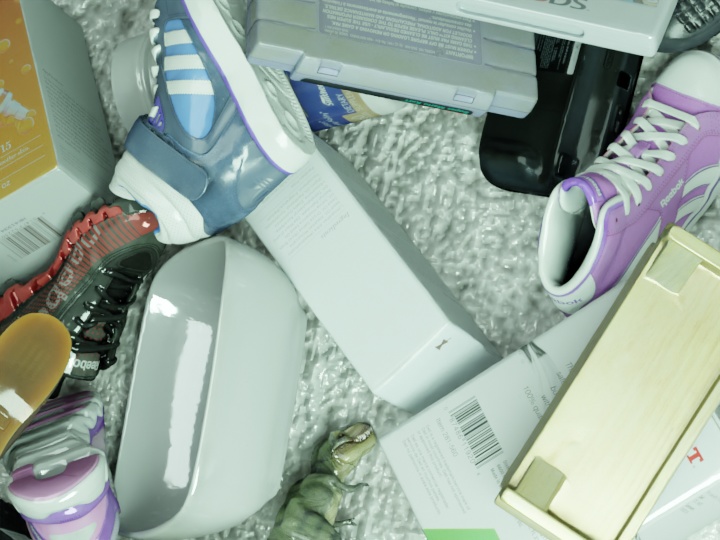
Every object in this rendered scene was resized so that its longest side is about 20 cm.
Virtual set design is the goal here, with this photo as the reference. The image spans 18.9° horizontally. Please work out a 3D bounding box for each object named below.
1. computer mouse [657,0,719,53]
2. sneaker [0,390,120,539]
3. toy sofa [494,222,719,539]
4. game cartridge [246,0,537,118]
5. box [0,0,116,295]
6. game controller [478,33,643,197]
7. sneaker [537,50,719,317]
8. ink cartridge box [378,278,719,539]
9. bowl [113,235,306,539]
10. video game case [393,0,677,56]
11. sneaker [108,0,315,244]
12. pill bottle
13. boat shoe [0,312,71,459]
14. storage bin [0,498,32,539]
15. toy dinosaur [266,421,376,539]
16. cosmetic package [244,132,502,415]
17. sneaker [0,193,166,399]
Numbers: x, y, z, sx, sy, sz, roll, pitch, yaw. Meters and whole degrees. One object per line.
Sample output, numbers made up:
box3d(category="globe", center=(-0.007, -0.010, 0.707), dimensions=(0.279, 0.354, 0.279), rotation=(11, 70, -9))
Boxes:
box3d(category="computer mouse", center=(0.272, -0.193, 1.423), dimensions=(0.199, 0.059, 0.034), rotation=(-28, 81, 12))
box3d(category="sneaker", center=(-0.203, 0.149, 1.499), dimensions=(0.080, 0.200, 0.089), rotation=(-20, 110, -3))
box3d(category="toy sofa", center=(0.165, 0.076, 1.288), dimensions=(0.083, 0.098, 0.200), rotation=(32, 88, 4))
box3d(category="game cartridge", center=(0.021, -0.174, 1.444), dimensions=(0.038, 0.199, 0.130), rotation=(132, 143, -59))
box3d(category="box", center=(-0.263, -0.102, 1.606), dimensions=(0.124, 0.097, 0.201), rotation=(-29, 54, 15))
box3d(category="game controller", center=(0.144, -0.147, 1.482), dimensions=(0.104, 0.042, 0.201), rotation=(8, 78, 42))
box3d(category="sneaker", center=(0.178, -0.062, 1.391), dimensions=(0.072, 0.114, 0.201), rotation=(21, 83, 31))
box3d(category="ink cartridge box", center=(0.135, 0.122, 1.372), dimensions=(0.200, 0.084, 0.146), rotation=(-33, 64, 12))
box3d(category="bowl", center=(-0.100, 0.087, 1.465), dimensions=(0.200, 0.074, 0.201), rotation=(159, 122, -65))
box3d(category="video game case", center=(0.138, -0.236, 1.448), dimensions=(0.181, 0.024, 0.200), rotation=(14, 54, 17))
box3d(category="sneaker", center=(-0.128, -0.117, 1.455), dimensions=(0.146, 0.081, 0.201), rotation=(-33, 70, 20))
box3d(category="pill bottle", center=(-0.072, -0.146, 1.537), dimensions=(0.199, 0.111, 0.111), rotation=(-12, 70, 22))
box3d(category="boat shoe", center=(-0.271, 0.112, 1.457), dimensions=(0.070, 0.070, 0.200), rotation=(48, 65, -8))
box3d(category="storage bin", center=(-0.255, 0.224, 1.499), dimensions=(0.200, 0.135, 0.094), rotation=(30, 89, 30))
box3d(category="toy dinosaur", center=(-0.025, 0.179, 1.417), dimensions=(0.088, 0.200, 0.048), rotation=(37, 128, 4))
box3d(category="cosmetic package", center=(0.000, 0.000, 1.465), dimensions=(0.071, 0.101, 0.200), rotation=(-42, 61, 8))
box3d(category="sneaker", center=(-0.192, 0.022, 1.547), dimensions=(0.200, 0.071, 0.098), rotation=(-40, 55, 30))
